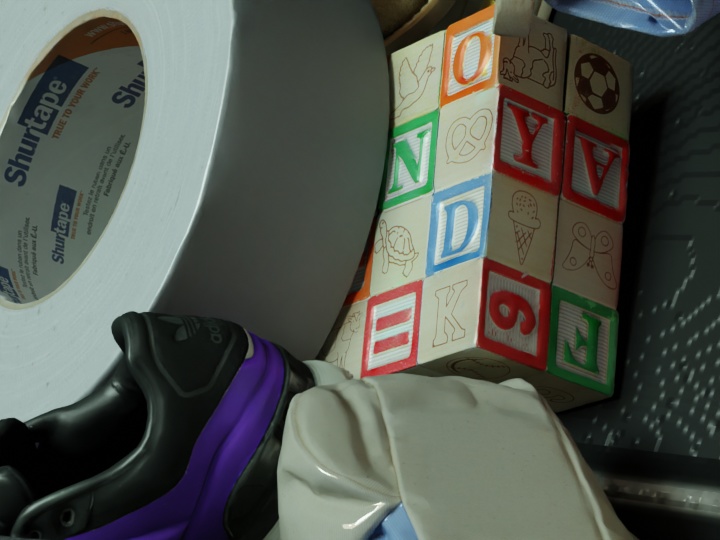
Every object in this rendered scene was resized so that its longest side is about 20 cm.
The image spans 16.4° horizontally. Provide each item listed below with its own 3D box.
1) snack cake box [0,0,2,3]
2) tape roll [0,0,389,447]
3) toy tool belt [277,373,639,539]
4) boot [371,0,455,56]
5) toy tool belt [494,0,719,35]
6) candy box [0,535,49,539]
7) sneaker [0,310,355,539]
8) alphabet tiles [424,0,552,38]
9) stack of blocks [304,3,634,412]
[{"bbox_3d":[-0.129,-0.074,1.044,0.067,0.114,0.201,119,158,-50],"label":"snack cake box"},{"bbox_3d":[-0.077,-0.028,0.851,0.200,0.066,0.202,-29,51,44],"label":"tape roll"},{"bbox_3d":[0.032,0.125,0.673,0.200,0.124,0.124,-115,33,-54],"label":"toy tool belt"},{"bbox_3d":[0.008,-0.164,0.944,0.073,0.075,0.201,-27,41,35],"label":"boot"},{"bbox_3d":[0.084,-0.121,0.722,0.124,0.123,0.200,20,48,20],"label":"toy tool belt"},{"bbox_3d":[-0.050,0.135,0.572,0.199,0.061,0.137,0,69,40],"label":"candy box"},{"bbox_3d":[-0.092,0.094,0.763,0.201,0.099,0.070,-58,28,10],"label":"sneaker"},{"bbox_3d":[0.000,-0.071,0.957,0.200,0.015,0.197,-3,64,55],"label":"alphabet tiles"},{"bbox_3d":[0.000,0.000,0.840,0.199,0.058,0.116,-21,57,48],"label":"stack of blocks"}]
